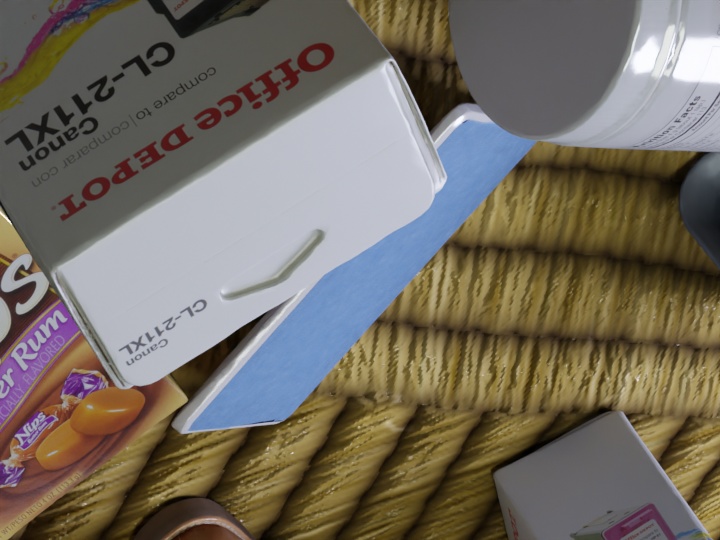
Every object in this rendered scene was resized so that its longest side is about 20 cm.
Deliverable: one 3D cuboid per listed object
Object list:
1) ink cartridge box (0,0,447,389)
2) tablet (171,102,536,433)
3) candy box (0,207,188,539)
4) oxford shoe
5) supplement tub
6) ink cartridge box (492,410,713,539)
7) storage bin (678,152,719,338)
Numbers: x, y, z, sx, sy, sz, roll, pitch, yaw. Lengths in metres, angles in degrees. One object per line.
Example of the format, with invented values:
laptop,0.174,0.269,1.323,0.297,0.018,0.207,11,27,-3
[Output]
ink cartridge box,-0.082,-0.077,1.097,0.146,0.200,0.083,-32,142,-6
tablet,0.000,0.000,1.360,0.200,0.014,0.130,-49,165,14
candy box,-0.171,0.031,1.258,0.117,0.057,0.200,-38,141,2
oxford shoe,-0.040,0.182,1.506,0.071,0.071,0.200,-47,143,10
supplement tub,0.153,-0.117,1.296,0.199,0.132,0.132,1,129,-37
ink cartridge box,0.157,0.196,1.570,0.084,0.200,0.145,-25,141,-8
storage bin,0.258,0.028,1.488,0.145,0.200,0.134,-35,152,-2
